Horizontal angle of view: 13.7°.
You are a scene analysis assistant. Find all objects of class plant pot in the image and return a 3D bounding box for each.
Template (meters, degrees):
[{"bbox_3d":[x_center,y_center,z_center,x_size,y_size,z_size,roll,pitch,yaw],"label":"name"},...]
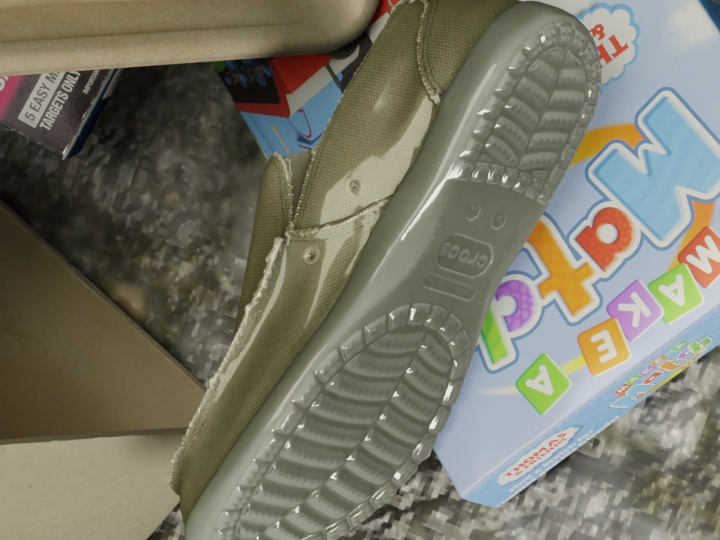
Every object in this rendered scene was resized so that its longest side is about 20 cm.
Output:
[{"bbox_3d":[-0.200,0.067,0.989,0.200,0.200,0.178,40,111,27],"label":"plant pot"}]

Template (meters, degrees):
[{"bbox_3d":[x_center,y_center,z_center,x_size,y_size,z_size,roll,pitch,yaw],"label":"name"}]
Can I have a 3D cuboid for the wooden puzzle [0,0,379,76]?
[{"bbox_3d":[-0.106,-0.143,0.939,0.037,0.199,0.186,-50,60,45],"label":"wooden puzzle"}]

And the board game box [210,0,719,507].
[{"bbox_3d":[0.048,-0.050,0.964,0.151,0.037,0.201,-38,67,16],"label":"board game box"}]

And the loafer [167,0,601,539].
[{"bbox_3d":[0.000,0.000,0.927,0.070,0.075,0.201,35,94,40],"label":"loafer"}]

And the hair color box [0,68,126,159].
[{"bbox_3d":[-0.161,-0.129,1.020,0.199,0.061,0.100,29,94,-3],"label":"hair color box"}]
